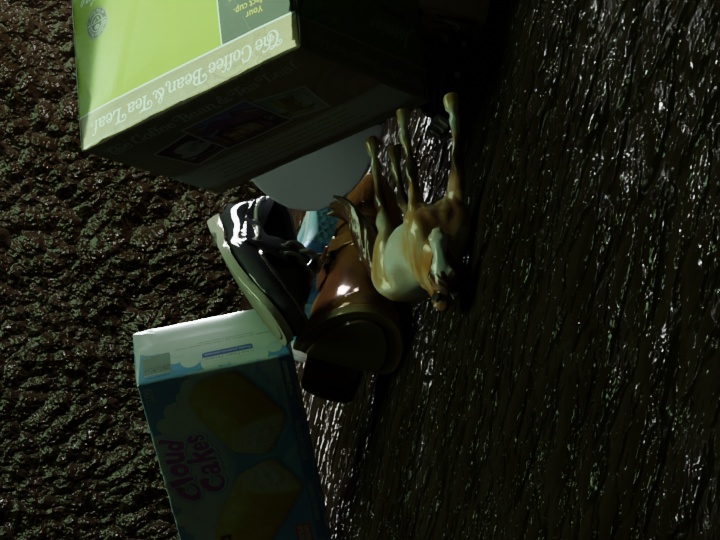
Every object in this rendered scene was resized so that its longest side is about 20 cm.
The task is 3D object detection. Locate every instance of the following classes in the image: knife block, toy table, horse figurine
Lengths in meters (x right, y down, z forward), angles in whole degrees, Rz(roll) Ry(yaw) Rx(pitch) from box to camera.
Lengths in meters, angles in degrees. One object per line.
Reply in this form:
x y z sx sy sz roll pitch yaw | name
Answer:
0.057 -0.196 1.321 0.176 0.064 0.201 -90 14 -58 | knife block
-0.037 -0.152 1.464 0.117 0.183 0.201 -70 -11 -80 | toy table
0.032 -0.028 1.232 0.200 0.050 0.133 148 117 -70 | horse figurine

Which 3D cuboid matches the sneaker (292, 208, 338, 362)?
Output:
-0.034 0.028 1.641 0.131 0.079 0.200 112 178 -46 | sneaker

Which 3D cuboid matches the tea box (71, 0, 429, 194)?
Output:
-0.078 -0.182 1.292 0.200 0.133 0.198 -20 66 36 | tea box

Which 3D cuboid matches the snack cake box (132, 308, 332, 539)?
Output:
-0.094 0.131 1.459 0.067 0.115 0.201 -105 3 -54 | snack cake box

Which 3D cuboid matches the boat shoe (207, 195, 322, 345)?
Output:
-0.062 -0.009 1.403 0.073 0.063 0.200 59 178 -23 | boat shoe

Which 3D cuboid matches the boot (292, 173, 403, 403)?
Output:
0.000 0.000 1.424 0.200 0.073 0.155 129 157 -70 | boot
